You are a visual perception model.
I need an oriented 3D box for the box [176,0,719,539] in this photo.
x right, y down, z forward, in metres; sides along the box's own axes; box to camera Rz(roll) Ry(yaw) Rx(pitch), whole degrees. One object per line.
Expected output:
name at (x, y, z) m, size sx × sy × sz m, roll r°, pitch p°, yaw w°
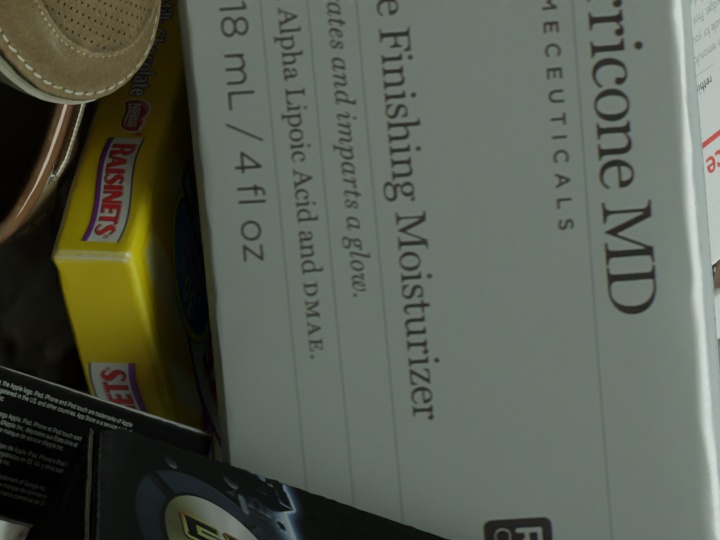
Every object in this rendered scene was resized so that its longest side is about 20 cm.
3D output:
box at (0.030, -0.018, 0.751) m, size 0.200 × 0.130 × 0.200 m, roll -69°, pitch 154°, yaw -79°

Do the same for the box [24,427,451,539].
box at (-0.006, 0.149, 0.643) m, size 0.086 × 0.200 × 0.164 m, roll -95°, pitch -150°, yaw -54°

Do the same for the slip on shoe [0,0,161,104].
slip on shoe at (-0.060, -0.113, 0.576) m, size 0.076 × 0.060 × 0.200 m, roll -51°, pitch 149°, yaw -41°

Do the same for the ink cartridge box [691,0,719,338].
ink cartridge box at (0.080, -0.073, 0.923) m, size 0.115 × 0.068 × 0.200 m, roll -34°, pitch 114°, yaw -46°

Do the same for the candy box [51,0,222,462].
candy box at (-0.048, 0.027, 0.768) m, size 0.200 × 0.026 × 0.102 m, roll 80°, pitch 17°, yaw -47°

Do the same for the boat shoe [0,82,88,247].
boat shoe at (-0.092, -0.099, 0.664) m, size 0.072 × 0.076 × 0.201 m, roll -119°, pitch -154°, yaw -71°

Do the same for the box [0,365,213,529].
box at (-0.135, 0.027, 0.625) m, size 0.200 × 0.110 × 0.035 m, roll 25°, pitch 78°, yaw -57°
